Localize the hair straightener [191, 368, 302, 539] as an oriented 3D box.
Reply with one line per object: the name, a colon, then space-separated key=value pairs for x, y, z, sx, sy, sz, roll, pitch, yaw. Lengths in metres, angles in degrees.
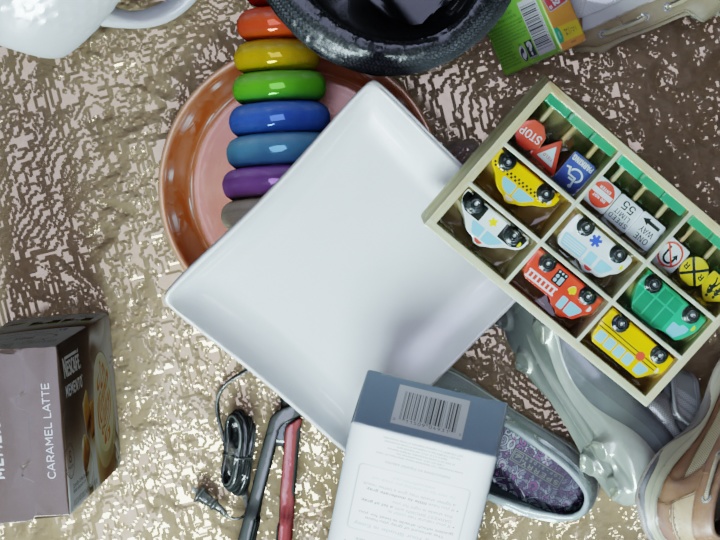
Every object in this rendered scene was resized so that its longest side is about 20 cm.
hair straightener: x=-0.082 y=0.154 z=1.785 sx=0.077 sy=0.041 sz=0.201 roll=6 pitch=95 yaw=4

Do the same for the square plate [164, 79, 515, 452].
square plate: x=0.000 y=0.000 z=1.689 sx=0.200 sy=0.028 sz=0.198 roll=-45 pitch=121 yaw=6

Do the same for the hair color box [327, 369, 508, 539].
hair color box: x=0.031 y=0.170 z=1.722 sx=0.099 sy=0.061 sz=0.201 roll=14 pitch=127 yaw=3

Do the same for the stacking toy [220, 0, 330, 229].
stacking toy: x=-0.058 y=-0.128 z=1.715 sx=0.085 sy=0.085 sz=0.201 roll=-4 pitch=90 yaw=5

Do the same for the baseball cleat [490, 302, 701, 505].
baseball cleat: x=0.167 y=0.066 z=1.755 sx=0.106 sy=0.070 sz=0.201 roll=-19 pitch=76 yaw=-29

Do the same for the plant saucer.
plant saucer: x=-0.041 y=-0.058 z=1.771 sx=0.199 sy=0.032 sz=0.201 roll=0 pitch=95 yaw=5

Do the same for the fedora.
fedora: x=0.012 y=-0.228 z=1.678 sx=0.199 sy=0.092 sz=0.202 roll=0 pitch=94 yaw=-3

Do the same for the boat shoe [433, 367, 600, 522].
boat shoe: x=0.075 y=0.115 z=1.755 sx=0.200 sy=0.072 sz=0.070 roll=26 pitch=96 yaw=2

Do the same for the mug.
mug: x=-0.189 y=-0.234 z=1.723 sx=0.199 sy=0.148 sz=0.176 roll=15 pitch=105 yaw=-27

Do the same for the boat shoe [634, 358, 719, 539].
boat shoe: x=0.265 y=0.111 z=1.705 sx=0.200 sy=0.072 sz=0.076 roll=-53 pitch=127 yaw=-24

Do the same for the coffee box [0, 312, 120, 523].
coffee box: x=-0.219 y=0.096 z=1.712 sx=0.079 sy=0.200 sz=0.115 roll=-5 pitch=94 yaw=4

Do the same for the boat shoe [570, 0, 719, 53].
boat shoe: x=0.224 y=-0.206 z=1.725 sx=0.199 sy=0.075 sz=0.069 roll=-16 pitch=116 yaw=2

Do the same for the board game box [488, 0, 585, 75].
board game box: x=0.086 y=-0.235 z=1.716 sx=0.030 sy=0.095 sz=0.201 roll=-27 pitch=94 yaw=-20

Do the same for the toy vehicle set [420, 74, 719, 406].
toy vehicle set: x=0.154 y=-0.019 z=1.671 sx=0.200 sy=0.027 sz=0.124 roll=39 pitch=98 yaw=-14
